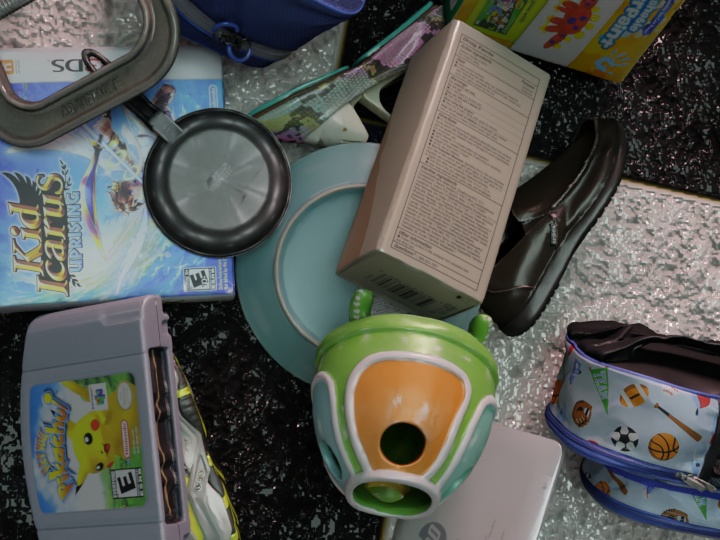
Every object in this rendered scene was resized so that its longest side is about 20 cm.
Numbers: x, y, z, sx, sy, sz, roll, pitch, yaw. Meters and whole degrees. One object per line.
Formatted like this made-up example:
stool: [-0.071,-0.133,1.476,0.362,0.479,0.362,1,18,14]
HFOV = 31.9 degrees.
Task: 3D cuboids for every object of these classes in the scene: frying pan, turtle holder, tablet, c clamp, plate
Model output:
frying pan: [-0.123,-0.102,0.956,0.114,0.031,0.191,-24,92,-10]
turtle holder: [0.021,0.111,0.923,0.140,0.185,0.132,22,57,-23]
tablet: [0.074,0.213,0.963,0.014,0.130,0.201,30,76,-45]
c clamp: [-0.233,-0.184,0.923,0.199,0.027,0.172,-19,85,14]
plate: [0.000,0.000,0.989,0.199,0.026,0.202,0,94,0]

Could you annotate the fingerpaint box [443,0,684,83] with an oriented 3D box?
fingerpaint box: [0.179,-0.256,0.975,0.166,0.200,0.074,13,51,-17]

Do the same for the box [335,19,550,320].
box: [0.063,-0.074,0.942,0.095,0.078,0.201,28,66,-17]

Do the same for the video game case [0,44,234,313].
video game case: [-0.193,-0.072,0.977,0.180,0.045,0.201,-3,84,-10]

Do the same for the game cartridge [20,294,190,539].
game cartridge: [-0.190,0.126,0.921,0.040,0.133,0.201,1,80,-55]

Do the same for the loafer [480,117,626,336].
loafer: [0.149,-0.047,1.022,0.071,0.073,0.201,31,79,-8]

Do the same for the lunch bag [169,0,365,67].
lunch bag: [-0.081,-0.252,0.955,0.135,0.132,0.201,21,64,-36]

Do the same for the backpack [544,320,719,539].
backpack: [0.239,0.114,0.975,0.190,0.200,0.155,20,94,-4]

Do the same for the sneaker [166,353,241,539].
sneaker: [-0.153,0.129,0.948,0.076,0.075,0.201,-19,83,-5]

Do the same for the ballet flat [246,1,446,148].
ballet flat: [0.003,-0.142,1.013,0.200,0.069,0.071,-34,94,-16]
